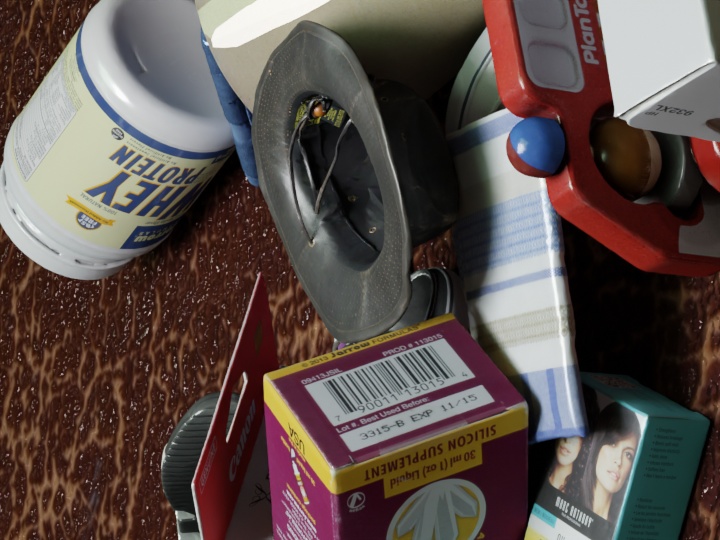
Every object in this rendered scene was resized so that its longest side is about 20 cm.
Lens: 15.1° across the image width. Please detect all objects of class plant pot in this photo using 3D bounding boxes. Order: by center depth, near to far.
[{"bbox_3d":[0.028,-0.194,1.729,0.200,0.187,0.188,-23,65,38],"label":"plant pot"}]

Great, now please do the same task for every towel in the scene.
[{"bbox_3d":[0.093,0.003,1.607,0.147,0.024,0.201,158,106,-70],"label":"towel"},{"bbox_3d":[-0.070,-0.144,1.868,0.200,0.048,0.112,73,-167,-62],"label":"towel"}]

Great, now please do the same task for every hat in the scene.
[{"bbox_3d":[0.010,-0.057,1.661,0.200,0.081,0.201,30,124,56],"label":"hat"}]

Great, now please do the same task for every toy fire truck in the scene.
[{"bbox_3d":[0.142,-0.095,1.524,0.112,0.167,0.201,-32,59,50],"label":"toy fire truck"}]

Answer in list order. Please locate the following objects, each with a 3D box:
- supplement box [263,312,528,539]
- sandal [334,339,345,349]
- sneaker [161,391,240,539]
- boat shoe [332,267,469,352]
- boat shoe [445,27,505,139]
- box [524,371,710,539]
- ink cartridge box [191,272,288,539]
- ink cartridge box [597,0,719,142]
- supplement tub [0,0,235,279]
[{"bbox_3d":[0.023,0.146,1.635,0.103,0.131,0.201,51,153,46],"label":"supplement box"},{"bbox_3d":[-0.004,0.001,1.835,0.082,0.050,0.203,-16,71,54],"label":"sandal"},{"bbox_3d":[-0.105,0.128,1.902,0.200,0.074,0.089,99,169,-54],"label":"sneaker"},{"bbox_3d":[0.003,0.075,1.734,0.070,0.066,0.200,7,64,52],"label":"boat shoe"},{"bbox_3d":[0.119,-0.128,1.660,0.200,0.071,0.070,-59,41,24],"label":"boat shoe"},{"bbox_3d":[0.138,0.167,1.595,0.082,0.049,0.201,29,109,54],"label":"box"},{"bbox_3d":[-0.058,0.132,1.752,0.200,0.045,0.177,-74,-15,-47],"label":"ink cartridge box"},{"bbox_3d":[0.202,-0.177,1.470,0.084,0.145,0.201,-31,60,49],"label":"ink cartridge box"},{"bbox_3d":[-0.177,-0.099,2.027,0.200,0.145,0.145,-49,47,41],"label":"supplement tub"}]
